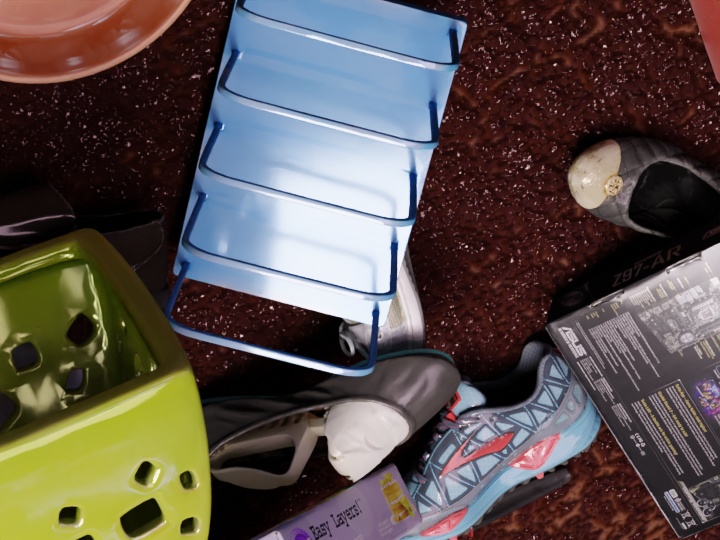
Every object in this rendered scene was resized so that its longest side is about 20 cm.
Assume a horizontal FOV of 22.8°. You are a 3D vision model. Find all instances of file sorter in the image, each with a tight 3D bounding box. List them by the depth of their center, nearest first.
[{"bbox_3d":[-0.028,-0.057,1.044,0.138,0.123,0.201,14,108,-3],"label":"file sorter"}]

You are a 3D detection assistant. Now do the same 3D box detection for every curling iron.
[{"bbox_3d":[0.074,0.189,1.333,0.199,0.050,0.026,-17,80,-23],"label":"curling iron"}]

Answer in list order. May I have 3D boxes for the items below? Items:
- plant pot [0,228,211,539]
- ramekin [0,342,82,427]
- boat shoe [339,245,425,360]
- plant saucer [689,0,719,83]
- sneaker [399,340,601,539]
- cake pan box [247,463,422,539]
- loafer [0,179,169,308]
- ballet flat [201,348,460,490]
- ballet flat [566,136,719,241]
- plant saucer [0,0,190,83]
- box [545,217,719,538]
[{"bbox_3d":[-0.185,0.120,0.963,0.199,0.199,0.182,-21,120,-14],"label":"plant pot"},{"bbox_3d":[-0.219,0.150,1.133,0.201,0.094,0.203,-12,123,-19],"label":"ramekin"},{"bbox_3d":[0.000,0.000,1.167,0.064,0.075,0.203,-13,122,-4],"label":"boat shoe"},{"bbox_3d":[0.304,-0.242,1.187,0.199,0.037,0.200,-33,128,-6],"label":"plant saucer"},{"bbox_3d":[0.072,0.119,1.281,0.199,0.079,0.096,-32,115,-13],"label":"sneaker"},{"bbox_3d":[-0.078,0.205,1.162,0.199,0.053,0.184,-31,172,26],"label":"cake pan box"},{"bbox_3d":[-0.203,-0.023,1.061,0.199,0.073,0.072,7,105,-34],"label":"loafer"},{"bbox_3d":[-0.027,0.108,1.165,0.199,0.069,0.068,-16,137,21],"label":"ballet flat"},{"bbox_3d":[0.228,-0.047,1.254,0.199,0.057,0.067,15,110,-32],"label":"ballet flat"},{"bbox_3d":[-0.174,-0.201,0.983,0.199,0.032,0.201,-12,123,-18],"label":"plant saucer"},{"bbox_3d":[0.249,0.076,1.265,0.160,0.044,0.201,-28,107,24],"label":"box"}]
